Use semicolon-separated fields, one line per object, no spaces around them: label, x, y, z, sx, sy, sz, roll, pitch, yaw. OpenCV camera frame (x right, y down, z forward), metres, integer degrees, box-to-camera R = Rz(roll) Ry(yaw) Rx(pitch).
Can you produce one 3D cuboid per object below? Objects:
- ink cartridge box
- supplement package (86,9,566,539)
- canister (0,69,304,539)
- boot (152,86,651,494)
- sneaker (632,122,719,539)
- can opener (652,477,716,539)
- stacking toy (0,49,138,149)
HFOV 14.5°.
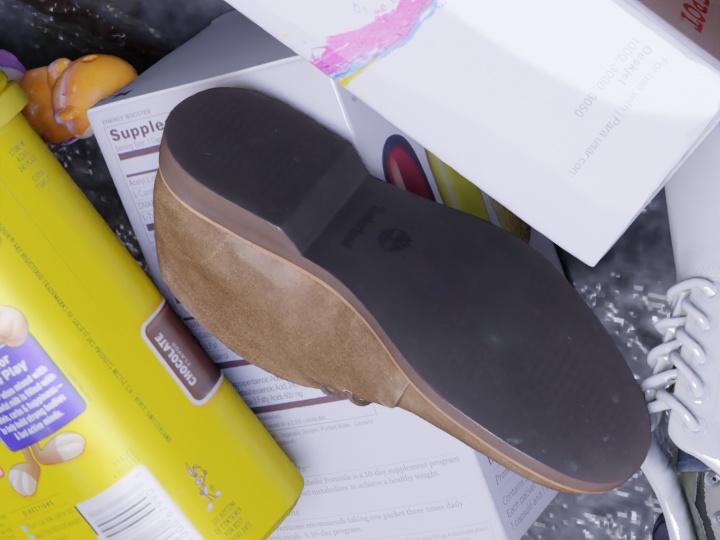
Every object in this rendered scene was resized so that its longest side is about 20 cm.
ink cartridge box;0.029;-0.107;0.930;0.200;0.145;0.085;35;111;-2
supplement package;0.000;0.000;1.071;0.109;0.114;0.200;-11;109;32
canister;-0.128;0.032;1.034;0.200;0.087;0.148;53;143;-11
boot;0.011;0.020;0.974;0.200;0.074;0.076;36;138;15
sneaker;0.127;0.038;0.963;0.073;0.071;0.200;-20;80;60
can opener;0.179;0.061;1.017;0.063;0.079;0.200;31;136;-15
stacking toy;-0.164;-0.055;1.121;0.200;0.116;0.110;-9;109;34
